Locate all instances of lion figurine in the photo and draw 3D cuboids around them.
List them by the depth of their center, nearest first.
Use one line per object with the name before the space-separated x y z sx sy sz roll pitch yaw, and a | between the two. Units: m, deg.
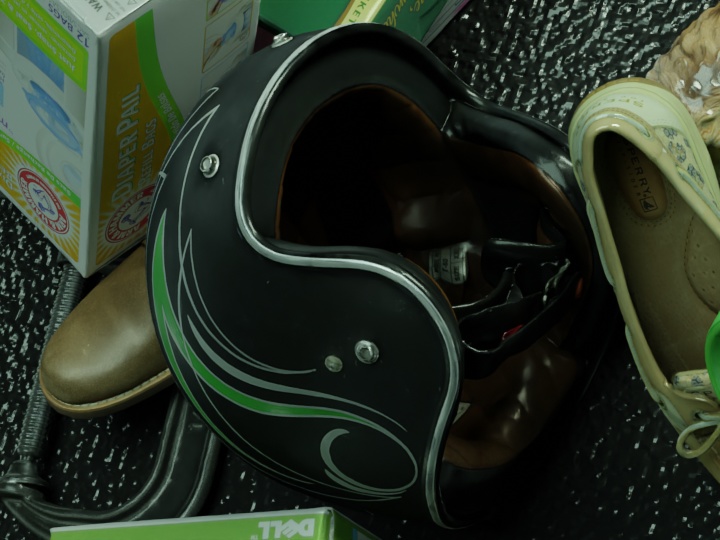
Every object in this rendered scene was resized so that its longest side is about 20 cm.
lion figurine | 0.216 -0.101 1.248 0.199 0.122 0.073 -21 98 26

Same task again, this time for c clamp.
c clamp | -0.129 0.047 1.450 0.170 0.027 0.201 -3 65 24

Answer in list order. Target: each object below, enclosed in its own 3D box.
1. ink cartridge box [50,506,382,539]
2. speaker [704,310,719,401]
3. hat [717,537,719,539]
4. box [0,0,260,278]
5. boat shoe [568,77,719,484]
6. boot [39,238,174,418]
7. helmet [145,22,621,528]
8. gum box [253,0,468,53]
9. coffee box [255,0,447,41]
ink cartridge box | -0.077 0.139 1.264 0.147 0.200 0.076 -6 65 28
speaker | 0.225 -0.007 1.176 0.088 0.089 0.200 28 53 36
hat | 0.252 0.144 1.181 0.200 0.175 0.166 -43 69 47
box | -0.120 -0.108 1.369 0.101 0.200 0.112 -37 70 -25
boat shoe | 0.138 0.020 1.216 0.073 0.063 0.201 -28 99 17
boot | -0.080 -0.012 1.396 0.200 0.076 0.074 -40 56 -1
helmet | 0.000 0.000 1.284 0.190 0.200 0.201 31 86 24
gum box | 0.007 -0.174 1.440 0.200 0.066 0.114 -45 54 5
coffee box | -0.032 -0.177 1.395 0.200 0.044 0.123 35 90 35
